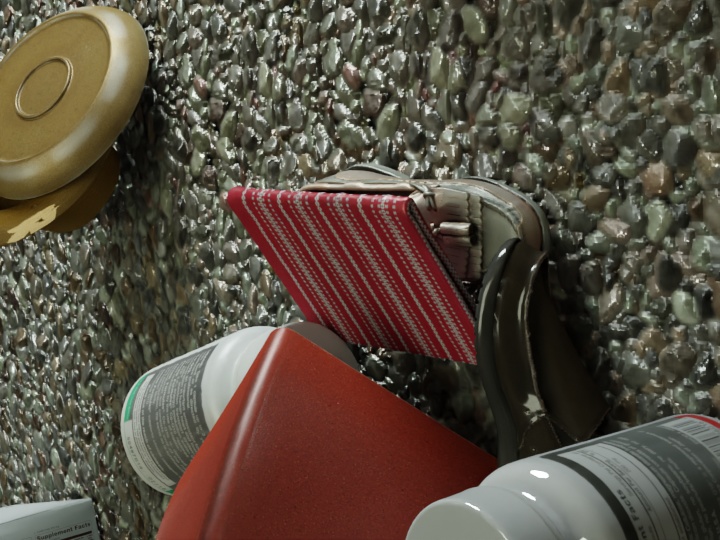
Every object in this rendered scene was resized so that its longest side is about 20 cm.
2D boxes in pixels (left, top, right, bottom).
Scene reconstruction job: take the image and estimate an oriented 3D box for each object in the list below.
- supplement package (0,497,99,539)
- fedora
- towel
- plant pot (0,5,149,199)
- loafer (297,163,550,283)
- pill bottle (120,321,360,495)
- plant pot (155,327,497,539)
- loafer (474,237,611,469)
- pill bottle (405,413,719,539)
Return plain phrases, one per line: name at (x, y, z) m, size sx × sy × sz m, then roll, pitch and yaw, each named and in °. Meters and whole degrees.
supplement package at (-0.360, 0.351, 1.386) m, size 0.191 × 0.147 × 0.200 m, roll -16°, pitch 85°, yaw 50°
fedora at (-0.286, -0.090, 1.240) m, size 0.200 × 0.082 × 0.201 m, roll -17°, pitch 54°, yaw 25°
towel at (0.000, 0.000, 0.930) m, size 0.200 × 0.022 × 0.145 m, roll 7°, pitch 138°, yaw 50°
plant pot at (-0.274, -0.156, 1.197) m, size 0.200 × 0.027 × 0.200 m, roll -17°, pitch 54°, yaw 25°
loafer at (0.035, -0.030, 0.906) m, size 0.200 × 0.063 × 0.072 m, roll 17°, pitch 110°, yaw 48°
pill bottle at (-0.094, 0.108, 1.048) m, size 0.200 × 0.113 × 0.113 m, roll -24°, pitch 78°, yaw 50°
plant pot at (-0.040, 0.197, 0.884) m, size 0.200 × 0.176 × 0.200 m, roll 32°, pitch 129°, yaw -1°
loafer at (0.119, 0.075, 0.828) m, size 0.071 × 0.073 × 0.200 m, roll -2°, pitch 108°, yaw 23°
pill bottle at (0.126, 0.149, 0.721) m, size 0.114 × 0.200 × 0.114 m, roll 12°, pitch 106°, yaw 49°
